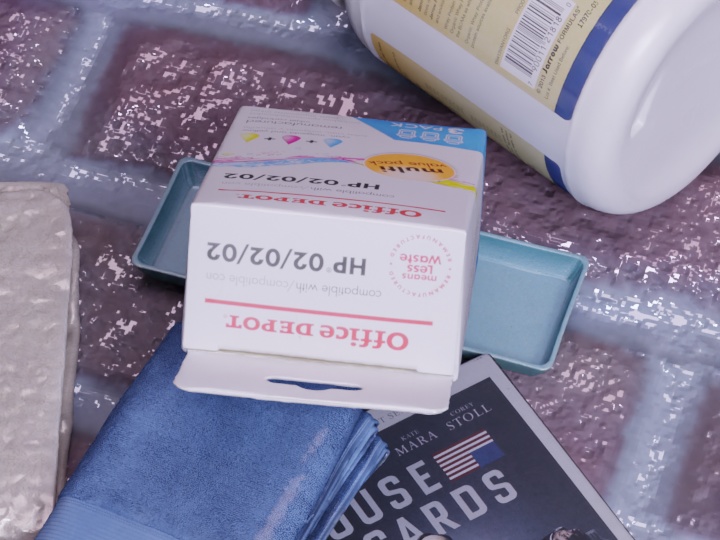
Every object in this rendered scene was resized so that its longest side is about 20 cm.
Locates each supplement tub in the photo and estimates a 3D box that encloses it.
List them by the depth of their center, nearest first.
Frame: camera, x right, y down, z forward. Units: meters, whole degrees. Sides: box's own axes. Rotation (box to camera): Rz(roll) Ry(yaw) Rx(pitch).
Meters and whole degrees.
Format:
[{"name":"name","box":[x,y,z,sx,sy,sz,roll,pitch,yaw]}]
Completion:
[{"name":"supplement tub","box":[0.083,-0.134,1.352,0.200,0.145,0.144,37,60,26]}]

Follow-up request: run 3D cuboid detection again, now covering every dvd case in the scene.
[{"name":"dvd case","box":[0.044,0.137,1.208,0.150,0.025,0.200,-25,56,-19]}]

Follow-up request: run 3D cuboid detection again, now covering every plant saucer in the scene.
[{"name":"plant saucer","box":[0.000,0.000,1.325,0.199,0.019,0.070,14,52,12]}]

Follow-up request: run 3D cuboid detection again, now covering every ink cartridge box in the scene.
[{"name":"ink cartridge box","box":[-0.009,-0.008,1.216,0.115,0.068,0.200,5,19,3]}]

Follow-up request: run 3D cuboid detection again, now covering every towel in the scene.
[{"name":"towel","box":[-0.081,0.119,1.189,0.111,0.049,0.200,21,67,26]},{"name":"towel","box":[-0.193,0.043,1.282,0.132,0.035,0.200,-1,52,2]}]
